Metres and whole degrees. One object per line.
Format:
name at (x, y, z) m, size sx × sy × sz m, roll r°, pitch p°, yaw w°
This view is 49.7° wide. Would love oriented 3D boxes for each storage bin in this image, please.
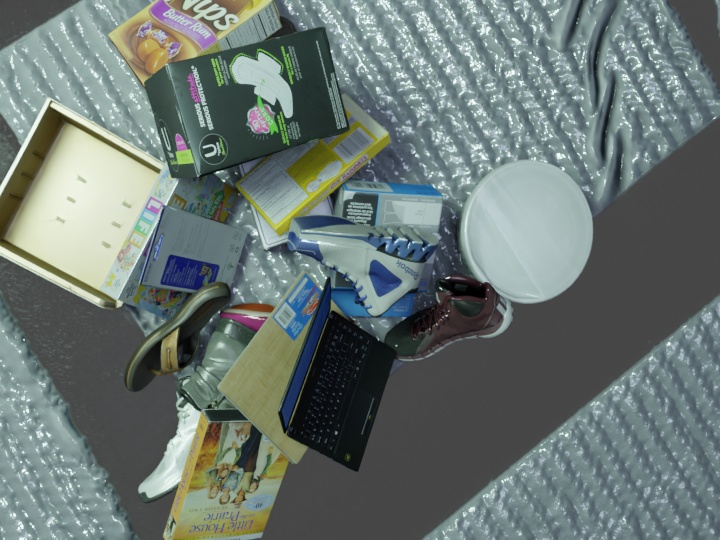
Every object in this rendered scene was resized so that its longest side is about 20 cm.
storage bin at (-0.364, -0.081, 1.033) m, size 0.195 × 0.094 × 0.204 m, roll 28°, pitch 85°, yaw -9°

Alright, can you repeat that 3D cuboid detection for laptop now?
laptop at (-0.022, 0.138, 0.995) m, size 0.198 × 0.102 × 0.181 m, roll 34°, pitch 65°, yaw -28°

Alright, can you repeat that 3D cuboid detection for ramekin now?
ramekin at (0.231, -0.055, 1.142) m, size 0.196 × 0.094 × 0.209 m, roll 0°, pitch 90°, yaw -11°

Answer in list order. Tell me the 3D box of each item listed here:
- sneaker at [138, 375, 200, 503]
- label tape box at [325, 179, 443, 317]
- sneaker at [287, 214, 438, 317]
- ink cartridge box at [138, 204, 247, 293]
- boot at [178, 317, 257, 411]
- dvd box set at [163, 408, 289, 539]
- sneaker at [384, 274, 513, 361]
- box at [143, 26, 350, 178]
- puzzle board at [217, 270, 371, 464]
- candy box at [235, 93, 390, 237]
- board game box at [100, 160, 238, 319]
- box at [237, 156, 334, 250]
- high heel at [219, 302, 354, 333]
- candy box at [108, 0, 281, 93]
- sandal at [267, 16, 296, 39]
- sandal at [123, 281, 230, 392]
sneaker at (-0.242, 0.217, 1.073) m, size 0.199 × 0.076 × 0.116 m, roll -38°, pitch 89°, yaw -17°
label tape box at (0.029, -0.017, 1.080) m, size 0.140 × 0.063 × 0.206 m, roll 2°, pitch 110°, yaw -14°
sneaker at (0.001, 0.000, 1.001) m, size 0.194 × 0.081 × 0.118 m, roll 7°, pitch 107°, yaw -15°
ink cartridge box at (-0.224, -0.024, 1.010) m, size 0.038 × 0.199 × 0.102 m, roll 19°, pitch 90°, yaw 22°
boot at (-0.140, 0.167, 1.059) m, size 0.197 × 0.068 × 0.133 m, roll 30°, pitch 69°, yaw -14°
dvd box set at (-0.169, 0.276, 1.033) m, size 0.143 × 0.029 × 0.204 m, roll 7°, pitch 113°, yaw -36°
sneaker at (0.105, 0.055, 1.078) m, size 0.196 × 0.116 × 0.077 m, roll -20°, pitch 49°, yaw 20°
box at (-0.138, -0.197, 0.929) m, size 0.196 × 0.148 × 0.128 m, roll -20°, pitch 103°, yaw -24°
puzzle board at (-0.082, 0.125, 1.027) m, size 0.151 × 0.017 × 0.202 m, roll 48°, pitch 58°, yaw -21°
candy box at (-0.063, -0.143, 1.037) m, size 0.199 × 0.027 × 0.102 m, roll -41°, pitch 59°, yaw -8°
board game box at (-0.250, -0.043, 1.035) m, size 0.034 × 0.134 × 0.204 m, roll 24°, pitch 85°, yaw 23°
box at (-0.115, -0.142, 1.096) m, size 0.114 × 0.060 × 0.205 m, roll -19°, pitch 93°, yaw -10°
high heel at (-0.106, 0.105, 1.097) m, size 0.194 × 0.068 × 0.099 m, roll 10°, pitch 102°, yaw -5°
candy box at (-0.215, -0.313, 1.012) m, size 0.198 × 0.057 × 0.117 m, roll -37°, pitch 67°, yaw -7°
sandal at (-0.149, -0.283, 1.050) m, size 0.080 × 0.055 × 0.202 m, roll 23°, pitch 59°, yaw 21°
sandal at (-0.241, 0.099, 1.042) m, size 0.199 × 0.082 × 0.055 m, roll -42°, pitch 74°, yaw 5°
